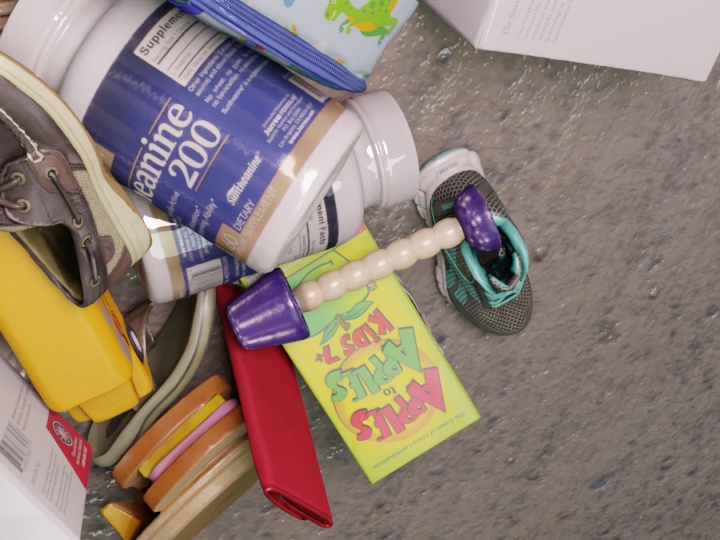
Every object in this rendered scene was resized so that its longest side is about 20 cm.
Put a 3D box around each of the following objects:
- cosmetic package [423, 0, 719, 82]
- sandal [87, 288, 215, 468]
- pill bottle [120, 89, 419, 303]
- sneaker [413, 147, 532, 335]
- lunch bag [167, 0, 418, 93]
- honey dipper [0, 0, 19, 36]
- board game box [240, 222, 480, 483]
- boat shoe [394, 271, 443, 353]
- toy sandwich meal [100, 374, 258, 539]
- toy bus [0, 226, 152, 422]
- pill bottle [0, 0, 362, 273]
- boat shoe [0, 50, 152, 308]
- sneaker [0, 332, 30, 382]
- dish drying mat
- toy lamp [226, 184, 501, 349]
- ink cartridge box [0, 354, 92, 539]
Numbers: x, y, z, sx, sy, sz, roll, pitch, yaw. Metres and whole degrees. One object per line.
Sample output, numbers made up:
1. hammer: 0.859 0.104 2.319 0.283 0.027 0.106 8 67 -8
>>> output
1. cosmetic package: 0.163 -0.248 0.783 0.200 0.123 0.200 2 124 -31
2. sandal: -0.163 0.067 0.887 0.057 0.080 0.201 25 111 -24
3. pill bottle: -0.065 -0.059 0.815 0.200 0.111 0.111 -19 131 -15
4. sneaker: 0.103 -0.002 0.962 0.077 0.091 0.200 -32 133 -1
5. lunch bag: -0.075 -0.182 0.655 0.161 0.200 0.083 26 103 -41
6. honey dipper: -0.235 -0.091 0.753 0.038 0.038 0.200 -5 129 -25
7. board game box: -0.001 0.054 0.919 0.101 0.048 0.200 -31 106 0
8. boat shoe: 0.030 0.067 0.990 0.074 0.068 0.200 -31 131 -4
9. toy sandwich meal: -0.130 0.156 0.949 0.205 0.070 0.205 -41 172 -7
10. toy bus: -0.202 0.020 0.779 0.065 0.078 0.200 -24 121 -3
11. pill bottle: -0.108 -0.095 0.700 0.200 0.111 0.111 33 109 -1
12. boat shoe: -0.182 -0.048 0.655 0.065 0.073 0.200 -65 145 -25
13. sneaker: -0.319 0.088 0.824 0.200 0.075 0.081 -29 124 -6
14. dish drying mat: -0.067 0.095 0.873 0.018 0.200 0.077 -34 135 16
15. toy lamp: 0.000 0.000 0.853 0.200 0.058 0.058 -26 133 -3
16. ink cartridge box: -0.287 0.112 0.728 0.145 0.145 0.200 -38 107 3
